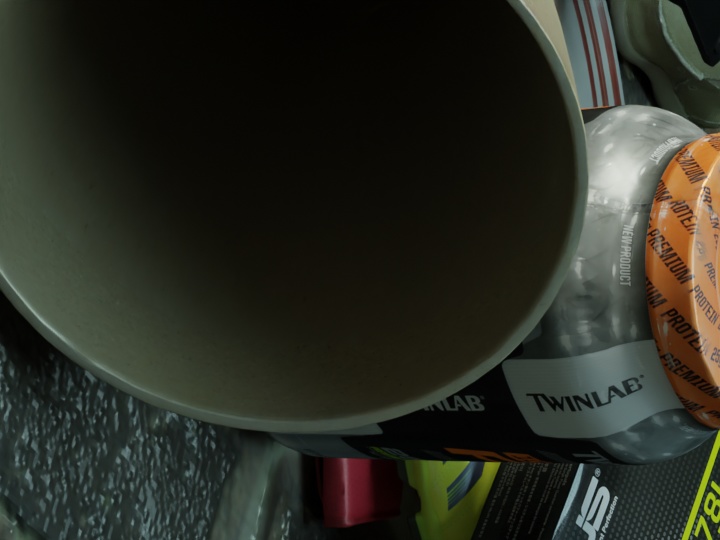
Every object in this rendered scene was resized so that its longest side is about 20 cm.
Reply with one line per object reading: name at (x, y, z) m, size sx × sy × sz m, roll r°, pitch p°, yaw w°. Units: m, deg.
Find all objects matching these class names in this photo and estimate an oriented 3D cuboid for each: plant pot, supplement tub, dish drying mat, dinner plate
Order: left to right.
plant pot at (-0.017, -0.084, 0.743) m, size 0.201 × 0.186 × 0.188 m, roll -79°, pitch 156°, yaw -54°
dish drying mat at (0.000, 0.000, 0.937) m, size 0.077 × 0.018 × 0.202 m, roll 4°, pitch 84°, yaw -66°
supplement tub at (0.055, 0.006, 0.818) m, size 0.122 × 0.199 × 0.124 m, roll 4°, pitch 85°, yaw -51°
dinner plate at (0.100, -0.092, 1.122) m, size 0.200 × 0.024 × 0.202 m, roll -9°, pitch 90°, yaw -72°

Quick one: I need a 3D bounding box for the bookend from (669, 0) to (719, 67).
bookend at (0.163, -0.239, 1.163) m, size 0.199 × 0.200 × 0.092 m, roll -45°, pitch 142°, yaw -7°

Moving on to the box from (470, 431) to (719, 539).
box at (0.130, 0.105, 0.956) m, size 0.193 × 0.047 × 0.201 m, roll 46°, pitch 59°, yaw -40°

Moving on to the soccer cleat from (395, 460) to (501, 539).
soccer cleat at (0.060, 0.035, 0.950) m, size 0.065 × 0.083 × 0.202 m, roll 71°, pitch 22°, yaw -62°

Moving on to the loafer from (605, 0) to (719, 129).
loafer at (0.184, -0.139, 1.277) m, size 0.200 × 0.068 × 0.076 m, roll 42°, pitch 48°, yaw -60°
